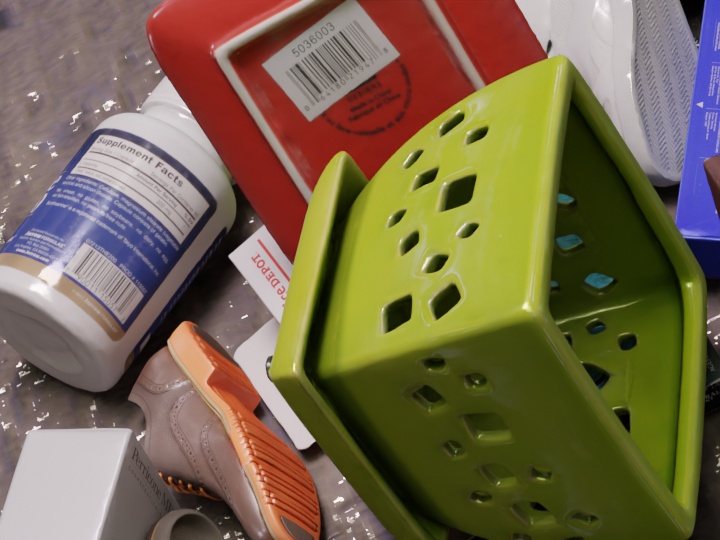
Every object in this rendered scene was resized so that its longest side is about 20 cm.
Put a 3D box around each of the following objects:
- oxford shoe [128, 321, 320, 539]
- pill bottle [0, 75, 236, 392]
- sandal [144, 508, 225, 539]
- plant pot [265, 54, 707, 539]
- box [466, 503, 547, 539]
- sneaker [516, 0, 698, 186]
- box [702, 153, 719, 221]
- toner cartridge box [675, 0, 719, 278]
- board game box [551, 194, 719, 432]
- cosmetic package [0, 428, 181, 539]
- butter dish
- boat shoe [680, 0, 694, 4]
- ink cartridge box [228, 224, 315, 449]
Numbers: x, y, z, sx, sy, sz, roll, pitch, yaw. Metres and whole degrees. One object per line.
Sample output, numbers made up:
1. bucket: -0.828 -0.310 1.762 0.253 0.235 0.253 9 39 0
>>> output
1. oxford shoe: -0.084 0.117 1.481 0.073 0.071 0.200 -43 40 8
2. pill bottle: -0.150 -0.030 1.593 0.110 0.111 0.200 18 60 34
3. sandal: -0.085 0.211 1.382 0.054 0.082 0.201 -30 36 25
4. plant pot: 0.068 0.034 1.341 0.181 0.200 0.200 -15 41 26
5. box: 0.060 0.235 1.325 0.199 0.044 0.160 -33 47 -6
6. sneaker: 0.154 -0.132 1.586 0.115 0.073 0.201 -29 61 44
7. box: 0.320 -0.003 1.330 0.199 0.165 0.166 -27 49 -1
8. toner cartridge box: 0.248 -0.086 1.500 0.094 0.043 0.201 6 56 11
9. board game box: 0.126 0.030 1.481 0.135 0.028 0.201 -25 46 1
10. cosmetic package: -0.168 0.201 1.413 0.071 0.102 0.201 -3 52 20
11. butter dish: 0.008 -0.131 1.449 0.199 0.200 0.148 -26 21 19
12. boat shoe: 0.213 -0.204 1.624 0.200 0.072 0.068 36 98 35
13. ink cartridge box: 0.000 0.000 1.505 0.200 0.068 0.115 -42 43 1
